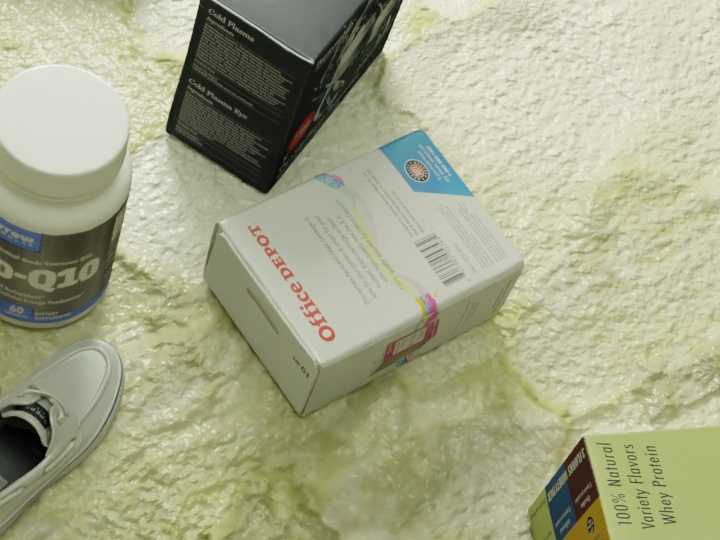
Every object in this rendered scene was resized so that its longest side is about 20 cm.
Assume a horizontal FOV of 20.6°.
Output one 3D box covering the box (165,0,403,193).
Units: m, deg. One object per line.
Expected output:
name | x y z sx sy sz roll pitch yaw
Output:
box | -0.048 -0.197 1.574 0.104 0.182 0.200 32 57 6

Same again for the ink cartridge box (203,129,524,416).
ink cartridge box | 0.000 0.000 1.524 0.200 0.085 0.145 -25 68 -28

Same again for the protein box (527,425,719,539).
protein box | 0.252 0.227 1.419 0.200 0.135 0.199 -3 60 -17

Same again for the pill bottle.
pill bottle | -0.225 -0.053 1.427 0.114 0.200 0.114 7 58 -10

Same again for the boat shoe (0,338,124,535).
boat shoe | -0.231 0.117 1.402 0.074 0.065 0.200 30 57 5
